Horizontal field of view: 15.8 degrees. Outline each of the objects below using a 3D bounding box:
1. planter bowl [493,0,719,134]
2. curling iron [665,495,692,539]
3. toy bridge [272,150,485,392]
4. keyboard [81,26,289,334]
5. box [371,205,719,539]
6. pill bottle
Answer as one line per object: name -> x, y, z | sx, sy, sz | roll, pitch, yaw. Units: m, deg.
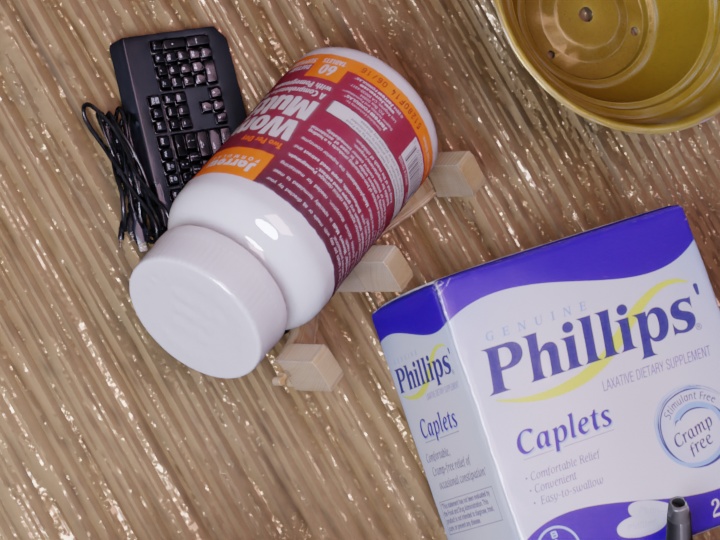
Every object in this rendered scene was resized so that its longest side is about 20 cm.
planter bowl -> 0.161, -0.176, 1.681 | 0.200, 0.083, 0.201 | 4, 77, -19
curling iron -> 0.203, 0.212, 1.580 | 0.026, 0.050, 0.200 | -33, 132, -30
toy bridge -> 0.000, 0.000, 1.592 | 0.200, 0.067, 0.027 | -53, 126, -33
keyboard -> -0.104, -0.051, 1.584 | 0.104, 0.040, 0.200 | -12, 82, -22
box -> 0.134, 0.084, 1.606 | 0.184, 0.105, 0.200 | -17, 85, -23
pill bottle -> -0.046, -0.035, 1.541 | 0.110, 0.110, 0.200 | 44, 53, -7
